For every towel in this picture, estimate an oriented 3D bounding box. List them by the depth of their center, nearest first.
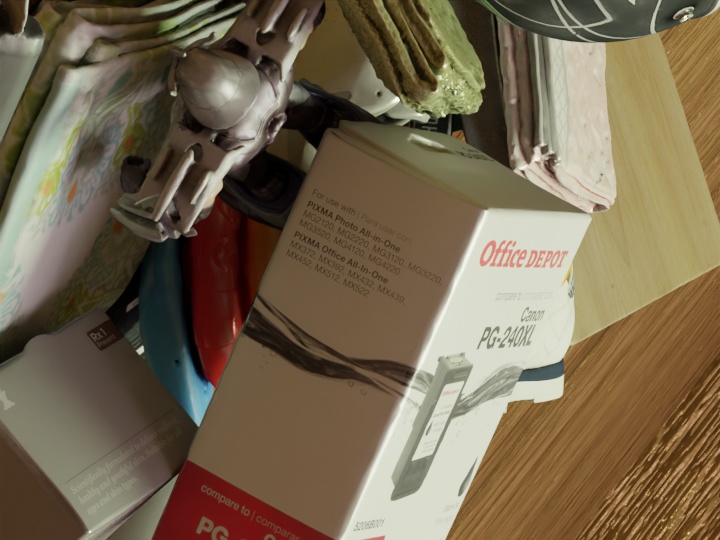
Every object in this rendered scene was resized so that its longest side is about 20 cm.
[{"bbox_3d":[0.003,-0.131,1.232,0.036,0.149,0.200,-27,178,7],"label":"towel"},{"bbox_3d":[-0.123,-0.036,1.246,0.200,0.048,0.171,-61,164,25],"label":"towel"},{"bbox_3d":[0.101,-0.138,1.539,0.191,0.032,0.201,19,66,-76],"label":"towel"}]

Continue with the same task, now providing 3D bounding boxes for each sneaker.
[{"bbox_3d":[0.012,-0.117,1.424,0.200,0.088,0.074,-59,164,11],"label":"sneaker"},{"bbox_3d":[0.059,0.025,1.481,0.200,0.076,0.081,-13,121,-71],"label":"sneaker"}]

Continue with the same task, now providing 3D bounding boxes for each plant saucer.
[{"bbox_3d":[0.076,-0.117,1.554,0.200,0.032,0.201,-5,90,-77],"label":"plant saucer"}]

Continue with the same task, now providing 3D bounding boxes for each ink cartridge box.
[{"bbox_3d":[0.007,0.044,1.265,0.200,0.083,0.145,-66,160,10],"label":"ink cartridge box"}]

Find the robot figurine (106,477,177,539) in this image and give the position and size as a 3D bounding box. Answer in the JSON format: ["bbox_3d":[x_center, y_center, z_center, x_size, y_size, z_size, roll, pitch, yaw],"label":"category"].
[{"bbox_3d":[-0.110,0.146,1.531,0.170,0.113,0.200,62,30,-30],"label":"robot figurine"}]

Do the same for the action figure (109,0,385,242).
[{"bbox_3d":[-0.048,-0.062,1.216,0.130,0.069,0.200,-49,164,0],"label":"action figure"}]

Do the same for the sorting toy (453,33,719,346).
[{"bbox_3d":[0.114,-0.070,1.720,0.069,0.200,0.199,-15,-174,38],"label":"sorting toy"}]

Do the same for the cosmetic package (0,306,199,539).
[{"bbox_3d":[-0.169,0.114,1.266,0.200,0.090,0.107,-40,177,36],"label":"cosmetic package"}]

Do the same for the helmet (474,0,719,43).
[{"bbox_3d":[0.101,-0.202,1.296,0.191,0.200,0.200,-52,167,6],"label":"helmet"}]

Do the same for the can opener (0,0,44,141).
[{"bbox_3d":[-0.148,-0.089,1.061,0.066,0.053,0.200,1,130,-31],"label":"can opener"}]

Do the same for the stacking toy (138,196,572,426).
[{"bbox_3d":[0.000,0.000,1.378,0.110,0.199,0.116,-86,169,-49],"label":"stacking toy"}]

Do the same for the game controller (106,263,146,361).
[{"bbox_3d":[-0.119,0.031,1.460,0.200,0.042,0.105,-41,147,-44],"label":"game controller"}]

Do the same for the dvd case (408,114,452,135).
[{"bbox_3d":[0.034,-0.031,1.567,0.200,0.025,0.151,94,1,-46],"label":"dvd case"}]
